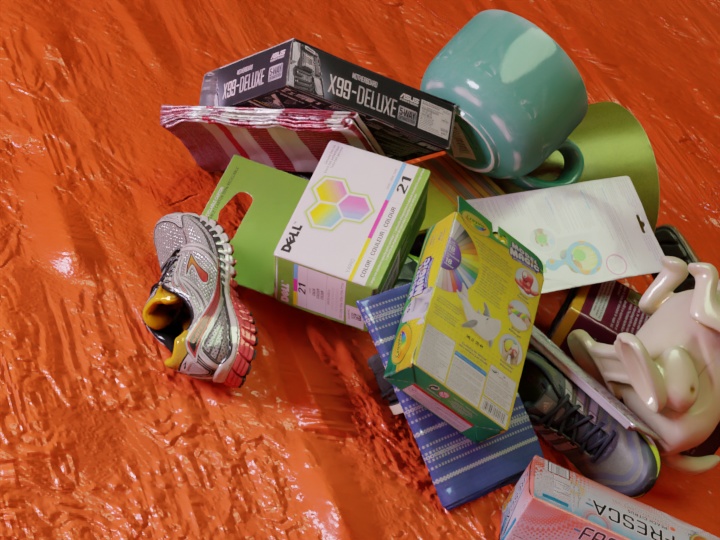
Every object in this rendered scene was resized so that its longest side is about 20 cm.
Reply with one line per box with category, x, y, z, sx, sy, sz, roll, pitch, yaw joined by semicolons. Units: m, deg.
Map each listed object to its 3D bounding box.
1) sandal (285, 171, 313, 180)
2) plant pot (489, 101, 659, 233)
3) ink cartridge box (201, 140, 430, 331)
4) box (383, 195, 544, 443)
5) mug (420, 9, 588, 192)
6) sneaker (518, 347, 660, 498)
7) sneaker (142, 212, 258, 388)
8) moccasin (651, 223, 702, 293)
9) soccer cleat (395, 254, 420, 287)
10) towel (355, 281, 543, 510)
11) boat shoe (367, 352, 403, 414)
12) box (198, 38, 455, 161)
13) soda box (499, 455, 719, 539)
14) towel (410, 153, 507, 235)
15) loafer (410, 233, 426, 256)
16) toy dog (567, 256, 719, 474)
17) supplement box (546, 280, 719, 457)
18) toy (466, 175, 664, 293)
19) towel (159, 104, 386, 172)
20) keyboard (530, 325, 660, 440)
sandal;-0.075;-0.095;1.851;0.199;0.045;0.075;18;22;11
plant pot;0.188;-0.083;1.934;0.199;0.188;0.187;-7;43;-26
ink cartridge box;-0.054;-0.047;1.661;0.199;0.076;0.148;19;56;10
box;0.097;0.039;1.596;0.117;0.048;0.201;37;51;-22
mug;0.146;-0.157;1.795;0.185;0.152;0.114;41;68;9
sneaker;0.192;0.140;1.660;0.200;0.074;0.081;39;10;30
sneaker;-0.152;0.016;1.570;0.082;0.078;0.200;9;35;-28
moccasin;0.367;0.045;1.945;0.202;0.074;0.078;58;16;18
soccer cleat;0.000;0.000;1.741;0.199;0.068;0.081;24;43;-9
towel;0.081;0.104;1.598;0.144;0.024;0.201;-17;81;-46
boat shoe;0.077;0.068;1.676;0.201;0.074;0.063;-30;92;-53
box;-0.033;-0.154;1.736;0.199;0.157;0.050;18;73;-33
soda box;0.222;0.239;1.550;0.199;0.069;0.064;25;30;-6
towel;0.057;-0.071;1.783;0.200;0.018;0.086;-19;54;-42
loafer;0.081;-0.039;1.855;0.200;0.072;0.073;34;31;10
toy dog;0.332;0.074;1.684;0.200;0.140;0.194;-33;92;-16
supplement box;0.288;0.094;1.811;0.199;0.086;0.110;30;30;3
toy;0.199;-0.026;1.800;0.199;0.047;0.116;-8;63;-25
towel;-0.081;-0.122;1.736;0.199;0.023;0.144;3;-16;17
keyboard;0.203;0.094;1.679;0.056;0.011;0.200;19;19;-49
